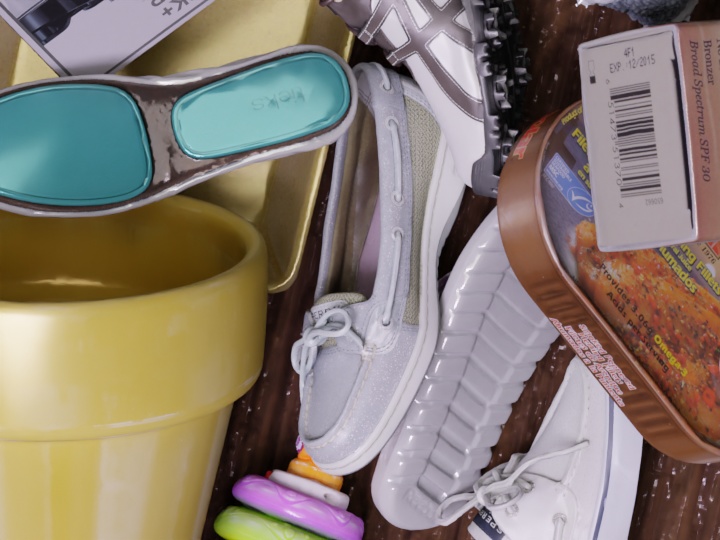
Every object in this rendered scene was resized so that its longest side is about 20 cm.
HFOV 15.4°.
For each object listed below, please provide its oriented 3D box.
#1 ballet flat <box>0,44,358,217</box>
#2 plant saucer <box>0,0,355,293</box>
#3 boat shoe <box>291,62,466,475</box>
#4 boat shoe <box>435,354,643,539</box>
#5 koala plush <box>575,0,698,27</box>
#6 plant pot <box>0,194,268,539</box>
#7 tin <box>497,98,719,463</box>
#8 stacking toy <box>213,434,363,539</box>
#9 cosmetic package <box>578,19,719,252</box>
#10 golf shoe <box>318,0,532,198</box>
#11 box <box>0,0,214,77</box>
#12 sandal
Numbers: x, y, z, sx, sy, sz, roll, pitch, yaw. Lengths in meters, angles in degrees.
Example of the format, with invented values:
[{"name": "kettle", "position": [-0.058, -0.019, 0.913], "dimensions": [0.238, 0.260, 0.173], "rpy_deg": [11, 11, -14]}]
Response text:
[{"name": "ballet flat", "position": [-0.099, -0.064, 1.272], "dimensions": [0.200, 0.069, 0.069], "rpy_deg": [-12, 92, -7]}, {"name": "plant saucer", "position": [-0.104, -0.108, 1.338], "dimensions": [0.200, 0.048, 0.200], "rpy_deg": [14, 96, 5]}, {"name": "boat shoe", "position": [0.001, -0.001, 1.293], "dimensions": [0.065, 0.074, 0.202], "rpy_deg": [23, 74, -28]}, {"name": "boat shoe", "position": [0.082, 0.124, 1.318], "dimensions": [0.086, 0.075, 0.202], "rpy_deg": [9, 101, -12]}, {"name": "koala plush", "position": [0.139, -0.213, 1.255], "dimensions": [0.184, 0.177, 0.200], "rpy_deg": [9, 95, 17]}, {"name": "plant pot", "position": [-0.146, 0.073, 1.247], "dimensions": [0.201, 0.201, 0.189], "rpy_deg": [4, 108, 6]}, {"name": "tin", "position": [0.142, 0.006, 1.280], "dimensions": [0.200, 0.042, 0.112], "rpy_deg": [51, 57, -18]}, {"name": "stacking toy", "position": [-0.037, 0.141, 1.330], "dimensions": [0.110, 0.116, 0.200], "rpy_deg": [21, 84, 2]}, {"name": "cosmetic package", "position": [0.211, -0.068, 1.241], "dimensions": [0.200, 0.087, 0.103], "rpy_deg": [-8, 91, -28]}, {"name": "golf shoe", "position": [0.025, -0.128, 1.272], "dimensions": [0.094, 0.078, 0.200], "rpy_deg": [-10, 103, 15]}, {"name": "box", "position": [-0.144, -0.183, 1.221], "dimensions": [0.117, 0.200, 0.060], "rpy_deg": [-35, 47, 6]}, {"name": "sandal", "position": [0.052, 0.032, 1.327], "dimensions": [0.050, 0.082, 0.203], "rpy_deg": [35, 100, 46]}]
